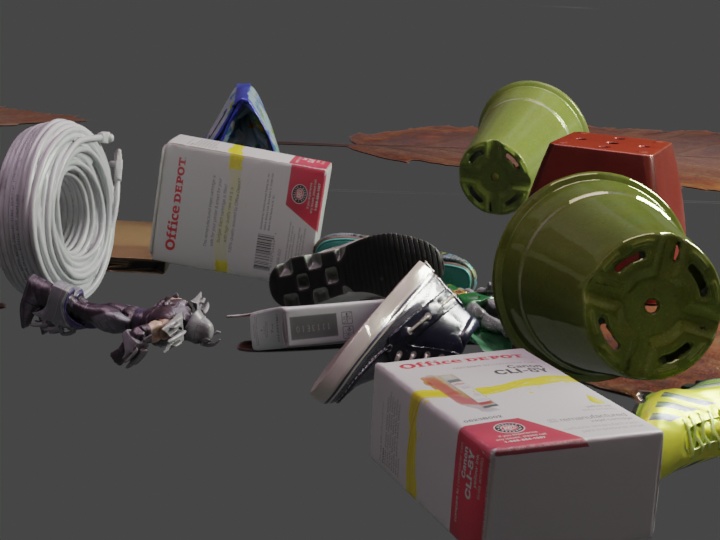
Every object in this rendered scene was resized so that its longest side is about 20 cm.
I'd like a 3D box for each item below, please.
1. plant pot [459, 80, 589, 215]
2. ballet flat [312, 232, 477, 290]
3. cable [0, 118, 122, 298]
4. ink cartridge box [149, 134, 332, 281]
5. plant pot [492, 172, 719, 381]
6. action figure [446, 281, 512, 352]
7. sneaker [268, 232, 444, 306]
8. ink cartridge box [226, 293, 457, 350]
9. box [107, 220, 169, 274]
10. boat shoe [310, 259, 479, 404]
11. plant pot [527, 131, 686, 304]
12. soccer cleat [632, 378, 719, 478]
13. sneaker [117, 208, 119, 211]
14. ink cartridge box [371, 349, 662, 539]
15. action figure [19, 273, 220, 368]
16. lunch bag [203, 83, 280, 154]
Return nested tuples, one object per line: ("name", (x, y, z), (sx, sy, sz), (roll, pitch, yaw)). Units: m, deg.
("plant pot", (0.246, -0.178, 2.134), (0.197, 0.203, 0.190), (10, 29, 25))
("ballet flat", (0.042, -0.002, 1.585), (0.197, 0.075, 0.074), (15, 15, 7))
("cable", (-0.334, -0.065, 1.468), (0.068, 0.204, 0.200), (1, -5, 16))
("ink cartridge box", (-0.144, -0.074, 1.614), (0.197, 0.148, 0.083), (11, 13, 1))
("plant pot", (0.235, 0.018, 1.194), (0.197, 0.204, 0.190), (1, 6, -7))
("action figure", (0.121, 0.041, 1.462), (0.117, 0.056, 0.199), (-9, 14, -31))
("sneaker", (0.000, 0.000, 1.514), (0.197, 0.075, 0.088), (-6, -1, 10))
("ink cartridge box", (-0.022, 0.055, 1.391), (0.197, 0.044, 0.173), (-4, -4, -25))
("box", (-0.315, -0.033, 1.709), (0.161, 0.022, 0.200), (3, 14, -1))
("boat shoe", (0.039, 0.078, 1.254), (0.093, 0.075, 0.200), (42, 51, 1))
("plant pot", (0.316, -0.078, 1.714), (0.197, 0.179, 0.200), (9, 15, 23))
("soccer cleat", (0.285, 0.131, 1.107), (0.083, 0.066, 0.199), (9, 14, 36))
("sneaker", (-0.381, -0.123, 1.885), (0.078, 0.097, 0.200), (-3, 6, -12))
("ink cartridge box", (0.109, 0.131, 1.001), (0.143, 0.085, 0.200), (-3, 15, -23))
("action figure", (-0.231, 0.050, 1.320), (0.197, 0.071, 0.130), (10, 8, 10))
("lunch bag", (-0.163, -0.149, 1.836), (0.125, 0.203, 0.170), (2, 15, -6))
